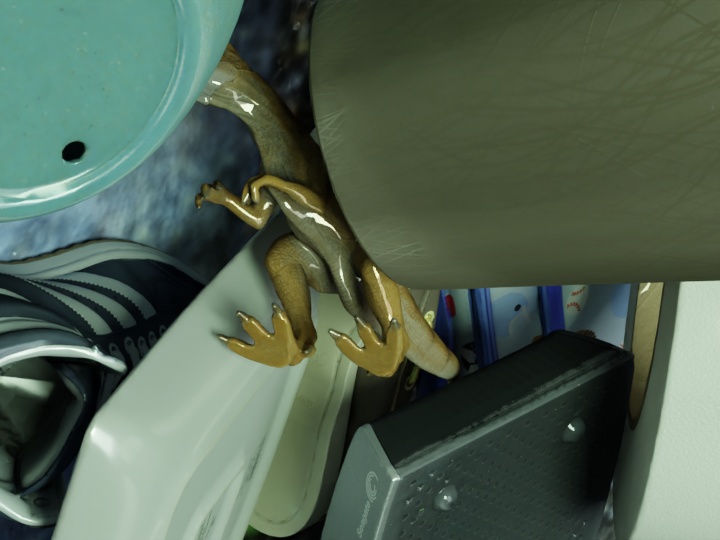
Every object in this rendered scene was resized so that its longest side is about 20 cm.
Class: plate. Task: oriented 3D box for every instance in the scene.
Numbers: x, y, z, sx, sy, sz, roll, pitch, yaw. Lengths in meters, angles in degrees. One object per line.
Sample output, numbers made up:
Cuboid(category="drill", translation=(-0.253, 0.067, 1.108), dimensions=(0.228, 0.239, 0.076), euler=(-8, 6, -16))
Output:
Cuboid(category="plate", translation=(-0.069, 0.091, 0.764), dimensions=(0.200, 0.032, 0.201), euler=(-52, 164, -59))

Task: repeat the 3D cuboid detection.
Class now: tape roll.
Cuboid(category="tape roll", translation=(0.129, 0.012, 0.813), dimensions=(0.203, 0.037, 0.205), euler=(8, 90, -88))

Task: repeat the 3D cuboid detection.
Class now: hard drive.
Cuboid(category="hard drive", translation=(0.038, 0.117, 0.845), dimensions=(0.134, 0.042, 0.201), euler=(-24, 141, -30))

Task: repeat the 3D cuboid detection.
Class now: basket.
Cuboid(category="basket", translation=(0.095, -0.066, 0.672), dimensions=(0.136, 0.199, 0.182), euler=(-12, 89, -64))

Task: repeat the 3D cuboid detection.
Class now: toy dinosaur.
Cuboid(category="toy dinosaur", translation=(0.000, 0.000, 0.738), dimensions=(0.200, 0.060, 0.107), euler=(55, 30, -30))

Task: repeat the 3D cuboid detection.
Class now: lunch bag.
Cuboid(category="lunch bag", translation=(0.090, -0.006, 0.943), dimensions=(0.160, 0.075, 0.201), euler=(-33, 134, -28))

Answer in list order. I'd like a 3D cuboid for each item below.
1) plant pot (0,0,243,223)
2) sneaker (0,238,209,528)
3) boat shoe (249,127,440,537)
Cuboid(category="plant pot", translation=(-0.108, -0.090, 0.565), dimensions=(0.199, 0.135, 0.201), euler=(-16, 133, -17))
Cuboid(category="sneaker", translation=(-0.096, 0.037, 0.730), dimensions=(0.199, 0.108, 0.071), euler=(7, 108, -50))
Cuboid(category="boat shoe", translation=(0.000, 0.013, 0.857), dimensions=(0.059, 0.072, 0.201), euler=(-12, 124, -53))
